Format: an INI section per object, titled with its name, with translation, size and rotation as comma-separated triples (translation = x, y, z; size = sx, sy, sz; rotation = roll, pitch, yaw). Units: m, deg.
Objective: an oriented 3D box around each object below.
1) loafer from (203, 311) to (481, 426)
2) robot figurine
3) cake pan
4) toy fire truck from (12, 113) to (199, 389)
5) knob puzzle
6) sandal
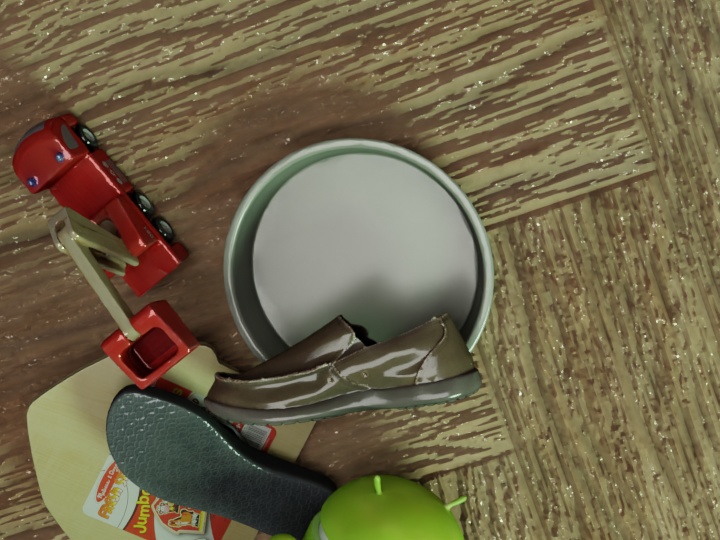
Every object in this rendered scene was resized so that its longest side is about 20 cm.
[loafer]
translation = -0.015, 0.067, 1.193
size = 0.200, 0.073, 0.071
rotation = -8, 90, 7
[robot figurine]
translation = 0.003, 0.237, 1.229
size = 0.175, 0.116, 0.200
rotation = 14, 114, -28
[cake pan]
translation = 0.000, 0.000, 1.224
size = 0.200, 0.037, 0.201
rotation = 2, 103, 10
[toy fire truck]
translation = -0.185, -0.020, 1.199
size = 0.049, 0.141, 0.200
rotation = -39, 93, 15
[knob puzzle]
translation = -0.159, 0.139, 1.274
size = 0.219, 0.030, 0.220
rotation = -1, 106, -5
[sandal]
translation = -0.107, 0.146, 1.249
size = 0.200, 0.043, 0.076
rotation = 33, 108, -23
